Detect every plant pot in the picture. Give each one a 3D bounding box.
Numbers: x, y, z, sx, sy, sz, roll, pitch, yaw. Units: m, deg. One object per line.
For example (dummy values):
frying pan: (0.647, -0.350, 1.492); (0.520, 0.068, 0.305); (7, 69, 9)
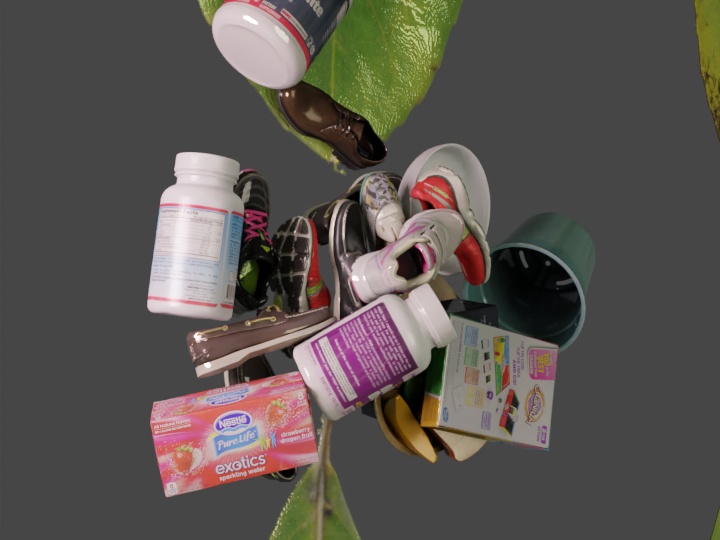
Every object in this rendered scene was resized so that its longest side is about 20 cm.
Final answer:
plant pot: (0.294, 0.009, 1.615); (0.196, 0.198, 0.202); (-44, 119, -53)

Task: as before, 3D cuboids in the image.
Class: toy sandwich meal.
toy sandwich meal: (0.108, 0.176, 1.370); (0.203, 0.070, 0.208); (-3, 95, -33)

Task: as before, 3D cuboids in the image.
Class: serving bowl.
serving bowl: (0.118, -0.095, 1.523); (0.199, 0.065, 0.203); (-6, 98, -47)

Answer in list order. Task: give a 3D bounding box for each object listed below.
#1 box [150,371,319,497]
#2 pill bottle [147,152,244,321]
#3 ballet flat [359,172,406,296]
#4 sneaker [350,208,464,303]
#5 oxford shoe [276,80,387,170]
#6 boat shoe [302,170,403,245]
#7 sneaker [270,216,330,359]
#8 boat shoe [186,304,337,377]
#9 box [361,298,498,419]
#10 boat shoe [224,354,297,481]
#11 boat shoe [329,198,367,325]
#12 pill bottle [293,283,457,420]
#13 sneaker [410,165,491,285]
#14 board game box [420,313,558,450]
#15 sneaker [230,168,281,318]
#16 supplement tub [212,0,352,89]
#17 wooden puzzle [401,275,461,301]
box: (-0.159, 0.204, 1.242); (0.197, 0.095, 0.101); (-11, 99, -7)
pill bottle: (-0.205, -0.041, 1.244); (0.108, 0.108, 0.203); (11, 84, -40)
ballet flat: (0.044, -0.045, 1.424); (0.072, 0.072, 0.202); (-33, 131, -35)
sneaker: (0.083, -0.021, 1.339); (0.200, 0.088, 0.082); (-39, 109, -32)
oxford shoe: (-0.034, -0.215, 1.407); (0.199, 0.084, 0.073); (30, 73, -35)
boat shoe: (0.003, -0.093, 1.454); (0.200, 0.060, 0.072); (-33, 111, -36)
sneaker: (-0.079, 0.022, 1.378); (0.084, 0.076, 0.203); (-15, 110, -51)
boat shoe: (-0.127, 0.079, 1.282); (0.198, 0.072, 0.060); (-20, 80, -16)
box: (0.104, 0.134, 1.470); (0.198, 0.107, 0.151); (-8, 99, -33)
boat shoe: (-0.129, 0.190, 1.335); (0.071, 0.060, 0.204); (-23, 105, -35)
boat shoe: (0.000, 0.000, 1.374); (0.071, 0.067, 0.203); (-7, 93, -52)
pill bottle: (0.022, 0.101, 1.276); (0.198, 0.112, 0.113); (-29, 113, 0)
sneaker: (0.127, -0.056, 1.453); (0.085, 0.077, 0.201); (-35, 116, -17)
board game box: (0.182, 0.158, 1.359); (0.198, 0.040, 0.155); (17, 74, -29)
sneaker: (-0.143, -0.036, 1.311); (0.073, 0.087, 0.203); (12, 83, -40)
supplement tub: (-0.094, -0.357, 1.314); (0.140, 0.139, 0.201); (45, 63, -31)
wooden puzzle: (0.083, 0.086, 1.548); (0.200, 0.037, 0.186); (45, 63, -27)
